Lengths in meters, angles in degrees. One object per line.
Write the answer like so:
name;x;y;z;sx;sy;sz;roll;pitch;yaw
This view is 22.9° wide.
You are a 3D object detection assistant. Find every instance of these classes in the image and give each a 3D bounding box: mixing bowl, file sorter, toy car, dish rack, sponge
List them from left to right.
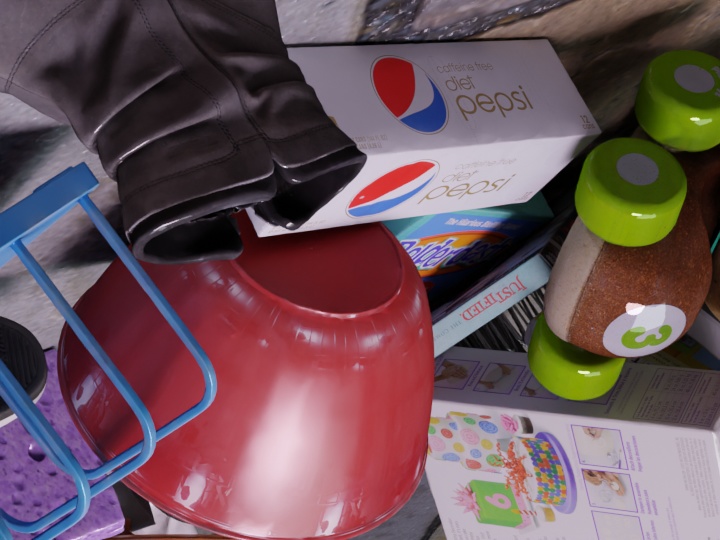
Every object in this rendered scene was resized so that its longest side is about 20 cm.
sponge;-0.242;0.129;0.989;0.200;0.112;0.030;-21;164;-18
file sorter;-0.176;0.071;0.742;0.139;0.123;0.200;-34;-176;40
mixing bowl;-0.041;0.026;0.884;0.200;0.200;0.108;-13;142;-38
dish rack;0.134;0.019;1.279;0.200;0.055;0.153;-36;171;27
toy car;0.213;0.007;0.966;0.158;0.200;0.164;-53;163;-37

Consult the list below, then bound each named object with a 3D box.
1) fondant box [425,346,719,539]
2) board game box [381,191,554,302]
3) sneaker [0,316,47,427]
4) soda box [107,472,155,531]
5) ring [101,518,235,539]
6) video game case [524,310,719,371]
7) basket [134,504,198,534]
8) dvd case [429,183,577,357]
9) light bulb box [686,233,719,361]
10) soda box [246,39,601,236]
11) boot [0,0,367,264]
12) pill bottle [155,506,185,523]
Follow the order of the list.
fondant box;0.139;0.124;1.086;0.200;0.144;0.058;3;-142;28
board game box;0.000;0.000;1.078;0.200;0.045;0.152;-36;161;26
sneaker;-0.254;0.090;0.897;0.200;0.084;0.121;-14;155;-14
soda box;-0.184;0.129;1.149;0.068;0.064;0.200;-18;162;-4
ring;-0.117;0.173;1.132;0.200;0.019;0.200;-1;167;0
video game case;0.237;0.047;1.155;0.182;0.200;0.023;-35;146;-41
basket;-0.220;0.285;1.350;0.198;0.200;0.161;-11;163;-41
dvd case;0.088;0.002;1.128;0.146;0.022;0.200;-35;-175;28
light bulb box;0.295;-0.022;1.127;0.200;0.198;0.125;-17;134;-36
soda box;0.025;-0.069;0.881;0.200;0.064;0.068;-10;155;-45
boot;-0.097;-0.061;0.606;0.200;0.132;0.070;-16;161;-30
pill bottle;-0.066;0.119;1.216;0.112;0.112;0.200;-31;162;15
